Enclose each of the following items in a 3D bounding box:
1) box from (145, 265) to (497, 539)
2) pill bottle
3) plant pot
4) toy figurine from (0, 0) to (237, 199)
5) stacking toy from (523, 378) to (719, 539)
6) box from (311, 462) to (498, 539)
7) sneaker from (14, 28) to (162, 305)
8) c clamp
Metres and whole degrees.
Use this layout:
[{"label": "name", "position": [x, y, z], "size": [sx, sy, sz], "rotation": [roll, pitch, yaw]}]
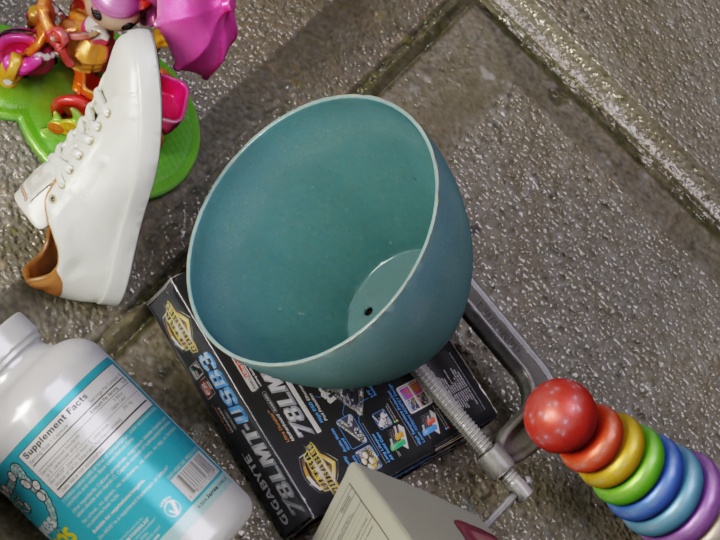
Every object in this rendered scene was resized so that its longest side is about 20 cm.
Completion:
[{"label": "box", "position": [-0.026, 0.066, 1.477], "size": [0.198, 0.050, 0.201], "rotation": [-25, 78, -40]}, {"label": "pill bottle", "position": [-0.172, 0.121, 1.308], "size": [0.200, 0.111, 0.111], "rotation": [45, 48, 1]}, {"label": "plant pot", "position": [0.000, 0.000, 1.397], "size": [0.135, 0.199, 0.202], "rotation": [39, 40, -47]}, {"label": "toy figurine", "position": [-0.170, -0.168, 1.444], "size": [0.199, 0.184, 0.151], "rotation": [22, 52, -18]}, {"label": "stacking toy", "position": [0.193, 0.141, 1.511], "size": [0.200, 0.085, 0.086], "rotation": [36, 46, -31]}, {"label": "box", "position": [0.036, 0.227, 1.296], "size": [0.108, 0.129, 0.200], "rotation": [24, 7, -18]}, {"label": "sneaker", "position": [-0.185, -0.068, 1.374], "size": [0.084, 0.202, 0.073], "rotation": [6, 23, -20]}, {"label": "c clamp", "position": [0.073, 0.080, 1.486], "size": [0.170, 0.027, 0.201], "rotation": [-32, 83, -42]}]
